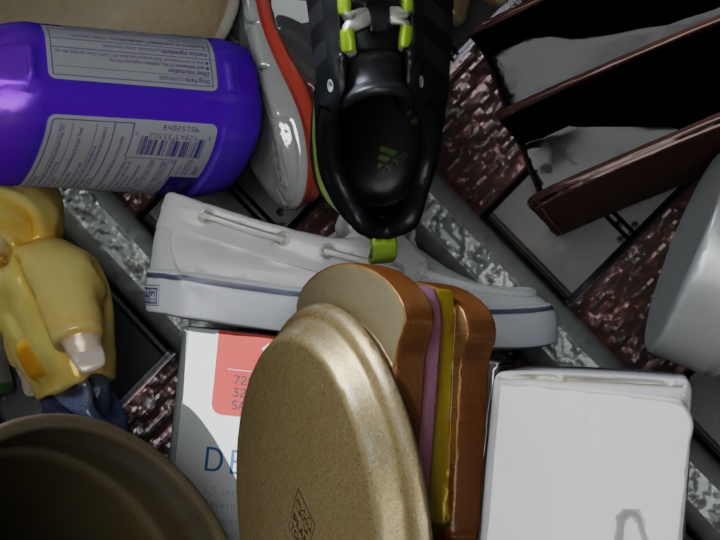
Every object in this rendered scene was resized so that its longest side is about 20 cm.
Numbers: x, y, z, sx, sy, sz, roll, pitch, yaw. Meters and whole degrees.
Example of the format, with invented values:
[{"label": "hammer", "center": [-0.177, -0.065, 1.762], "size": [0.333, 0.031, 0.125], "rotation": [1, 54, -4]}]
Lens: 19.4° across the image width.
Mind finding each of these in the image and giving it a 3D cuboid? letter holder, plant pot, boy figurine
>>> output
[{"label": "letter holder", "center": [0.156, -0.103, 0.950], "size": [0.198, 0.142, 0.101], "rotation": [-22, 84, 8]}, {"label": "plant pot", "center": [-0.173, 0.177, 0.927], "size": [0.173, 0.199, 0.202], "rotation": [-18, 84, 43]}, {"label": "boy figurine", "center": [-0.149, 0.031, 1.008], "size": [0.064, 0.124, 0.202], "rotation": [-21, 96, -22]}]

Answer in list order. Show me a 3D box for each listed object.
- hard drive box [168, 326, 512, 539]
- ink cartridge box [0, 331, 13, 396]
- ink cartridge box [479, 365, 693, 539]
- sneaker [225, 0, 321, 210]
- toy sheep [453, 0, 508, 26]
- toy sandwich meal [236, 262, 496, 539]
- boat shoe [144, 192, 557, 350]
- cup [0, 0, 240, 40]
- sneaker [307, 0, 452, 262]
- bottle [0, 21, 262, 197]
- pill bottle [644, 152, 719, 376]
[{"label": "hard drive box", "center": [-0.015, 0.134, 1.004], "size": [0.154, 0.077, 0.202], "rotation": [5, 88, 9]}, {"label": "ink cartridge box", "center": [-0.290, 0.045, 1.019], "size": [0.198, 0.146, 0.085], "rotation": [-14, 87, 9]}, {"label": "ink cartridge box", "center": [0.100, 0.116, 0.922], "size": [0.083, 0.200, 0.148], "rotation": [4, 88, 9]}, {"label": "sneaker", "center": [-0.026, -0.132, 1.031], "size": [0.081, 0.077, 0.202], "rotation": [-10, 87, -18]}, {"label": "toy sheep", "center": [0.038, -0.195, 0.982], "size": [0.199, 0.138, 0.139], "rotation": [23, 92, -23]}, {"label": "toy sandwich meal", "center": [0.006, 0.098, 0.893], "size": [0.070, 0.205, 0.207], "rotation": [-5, 86, -23]}, {"label": "boat shoe", "center": [0.000, 0.000, 0.988], "size": [0.198, 0.074, 0.066], "rotation": [7, 89, -15]}, {"label": "cup", "center": [-0.166, -0.178, 1.000], "size": [0.199, 0.201, 0.144], "rotation": [-19, 58, 8]}, {"label": "sneaker", "center": [0.013, -0.102, 0.899], "size": [0.071, 0.083, 0.202], "rotation": [-6, 115, -5]}, {"label": "bottle", "center": [-0.148, -0.075, 0.967], "size": [0.198, 0.084, 0.066], "rotation": [2, 65, -23]}, {"label": "pill bottle", "center": [0.235, 0.026, 0.931], "size": [0.198, 0.114, 0.115], "rotation": [21, 91, -1]}]
